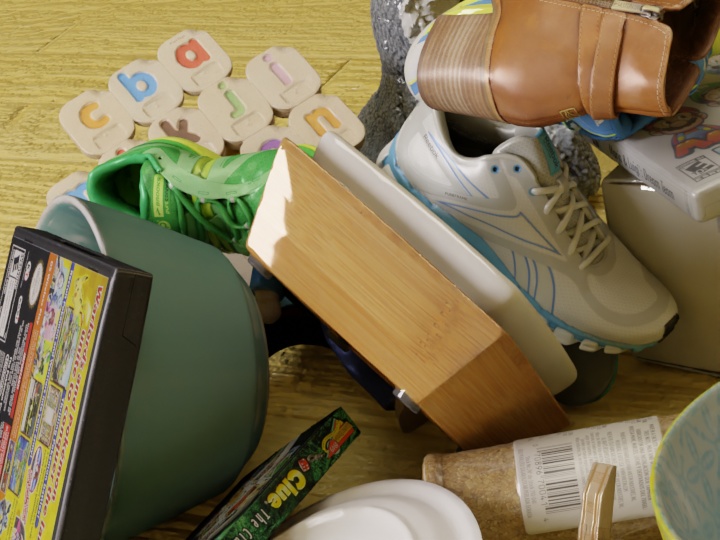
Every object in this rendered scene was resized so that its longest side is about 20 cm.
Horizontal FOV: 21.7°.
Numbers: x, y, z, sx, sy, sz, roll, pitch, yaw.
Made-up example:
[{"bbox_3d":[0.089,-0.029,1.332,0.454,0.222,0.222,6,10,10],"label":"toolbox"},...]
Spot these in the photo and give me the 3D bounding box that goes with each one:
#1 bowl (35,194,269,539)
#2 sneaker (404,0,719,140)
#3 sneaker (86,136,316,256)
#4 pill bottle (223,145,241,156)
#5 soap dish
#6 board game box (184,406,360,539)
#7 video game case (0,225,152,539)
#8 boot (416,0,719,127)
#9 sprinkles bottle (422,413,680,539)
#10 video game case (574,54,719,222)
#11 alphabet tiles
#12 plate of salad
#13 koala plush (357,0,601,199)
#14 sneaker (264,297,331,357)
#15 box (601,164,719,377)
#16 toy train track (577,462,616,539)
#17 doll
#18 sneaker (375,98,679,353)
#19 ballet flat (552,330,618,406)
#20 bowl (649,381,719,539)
[{"bbox_3d":[-0.121,0.059,1.074,0.104,0.203,0.201,-1,21,-27],"label":"bowl"},{"bbox_3d":[0.112,-0.118,1.078,0.198,0.076,0.105,-13,31,22],"label":"sneaker"},{"bbox_3d":[-0.087,-0.037,1.112,0.199,0.075,0.083,7,18,44],"label":"sneaker"},{"bbox_3d":[-0.099,-0.032,1.277,0.198,0.113,0.113,-19,29,-11],"label":"pill bottle"},{"bbox_3d":[0.029,0.023,1.001,0.157,0.200,0.081,41,87,23],"label":"soap dish"},{"bbox_3d":[-0.082,0.153,0.978,0.105,0.024,0.200,-35,7,46],"label":"board game box"},{"bbox_3d":[-0.168,0.086,0.991,0.025,0.202,0.180,11,3,-27],"label":"video game case"},{"bbox_3d":[0.128,-0.165,1.022,0.154,0.074,0.202,6,71,36],"label":"boot"},{"bbox_3d":[0.133,0.111,0.969,0.198,0.069,0.068,-10,29,6],"label":"sprinkles bottle"},{"bbox_3d":[0.237,-0.100,1.078,0.198,0.024,0.182,-22,27,-10],"label":"video game case"},{"bbox_3d":[-0.099,-0.066,1.221,0.199,0.015,0.196,-34,65,-17],"label":"alphabet tiles"},{"bbox_3d":[-0.020,0.184,0.916,0.199,0.048,0.201,-30,27,17],"label":"plate of salad"},{"bbox_3d":[0.060,-0.148,1.324,0.182,0.202,0.178,-12,29,2],"label":"koala plush"},{"bbox_3d":[0.007,0.018,1.209,0.198,0.079,0.091,-13,49,1],"label":"sneaker"},{"bbox_3d":[0.246,-0.041,1.131,0.108,0.129,0.200,10,36,38],"label":"box"},{"bbox_3d":[0.107,0.145,0.833,0.032,0.116,0.200,6,-4,-16],"label":"toy train track"},{"bbox_3d":[0.000,0.000,1.149,0.136,0.049,0.200,-32,62,-15],"label":"doll"},{"bbox_3d":[0.099,-0.033,1.060,0.199,0.087,0.075,36,45,11],"label":"sneaker"},{"bbox_3d":[0.101,-0.007,1.136,0.067,0.064,0.201,-35,45,25],"label":"ballet flat"},{"bbox_3d":[0.236,0.128,0.853,0.198,0.109,0.201,-10,30,6],"label":"bowl"}]
